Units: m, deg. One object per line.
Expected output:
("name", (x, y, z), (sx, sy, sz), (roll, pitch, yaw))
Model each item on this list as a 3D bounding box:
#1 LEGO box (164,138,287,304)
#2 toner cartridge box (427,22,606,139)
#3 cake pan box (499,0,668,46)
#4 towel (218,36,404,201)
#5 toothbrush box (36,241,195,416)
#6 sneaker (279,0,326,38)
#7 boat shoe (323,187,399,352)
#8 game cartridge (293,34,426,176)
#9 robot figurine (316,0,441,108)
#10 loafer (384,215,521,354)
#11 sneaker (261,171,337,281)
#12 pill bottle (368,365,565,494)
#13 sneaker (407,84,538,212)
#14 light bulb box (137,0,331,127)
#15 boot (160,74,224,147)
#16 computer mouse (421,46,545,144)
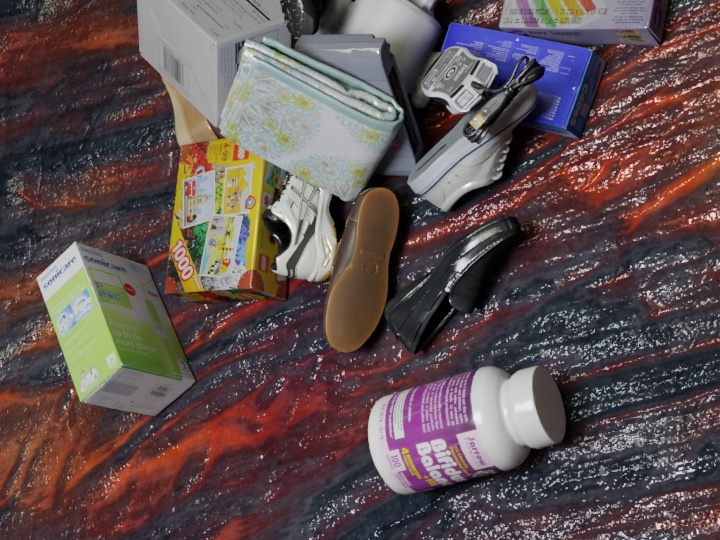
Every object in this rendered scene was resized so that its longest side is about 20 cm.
("LEGO box", (-0.166, -0.064, 1.641), (0.147, 0.077, 0.204), (-5, 75, 33))
("toner cartridge box", (0.178, -0.223, 1.472), (0.198, 0.043, 0.096), (20, 90, 36))
("cake pan box", (0.263, -0.354, 1.447), (0.198, 0.052, 0.187), (9, 80, 35))
("towel", (-0.062, -0.176, 1.475), (0.049, 0.198, 0.172), (-66, 6, -32))
("toothbrush box", (-0.322, 0.079, 1.666), (0.086, 0.145, 0.201), (-40, 58, 18))
("sneaker", (-0.057, -0.354, 1.516), (0.086, 0.076, 0.202), (-8, 45, -9))
("boat shoe", (0.000, 0.000, 1.524), (0.070, 0.069, 0.203), (175, 114, -73))
("game cartridge", (-0.005, -0.190, 1.492), (0.131, 0.201, 0.041), (8, 51, 29))
("robot figurine", (0.024, -0.269, 1.546), (0.168, 0.113, 0.202), (32, 95, 2))
("loafer", (0.113, 0.017, 1.440), (0.200, 0.068, 0.071), (-43, 65, 23))
("sneaker", (-0.081, -0.086, 1.569), (0.076, 0.086, 0.203), (127, 140, -59))
("pill bottle", (0.116, 0.168, 1.365), (0.198, 0.112, 0.114), (-20, 67, 29))
("sneaker", (0.141, -0.141, 1.446), (0.199, 0.070, 0.074), (-39, 23, 40))
("light bulb box", (-0.152, -0.310, 1.609), (0.198, 0.198, 0.126), (44, 144, 34))
("boot", (-0.186, -0.269, 1.732), (0.164, 0.072, 0.203), (-22, 64, 14))
("computer mouse", (0.129, -0.205, 1.417), (0.110, 0.044, 0.200), (-52, 26, 5))
